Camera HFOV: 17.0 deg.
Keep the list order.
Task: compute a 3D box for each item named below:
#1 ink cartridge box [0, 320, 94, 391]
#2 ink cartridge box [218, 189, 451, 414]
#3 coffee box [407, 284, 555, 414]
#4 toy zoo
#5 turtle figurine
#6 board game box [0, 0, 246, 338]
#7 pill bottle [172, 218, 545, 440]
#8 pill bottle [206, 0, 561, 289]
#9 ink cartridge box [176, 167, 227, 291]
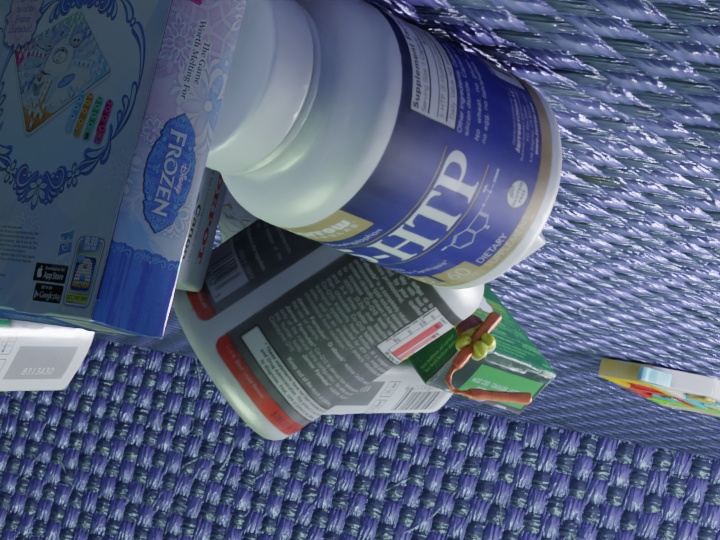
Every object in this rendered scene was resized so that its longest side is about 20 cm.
[{"bbox_3d":[-0.257,-0.009,1.262,0.200,0.050,0.161,40,-161,26],"label":"ink cartridge box"},{"bbox_3d":[-0.038,0.011,1.609,0.200,0.057,0.162,46,-158,27],"label":"ink cartridge box"},{"bbox_3d":[0.037,0.004,1.610,0.123,0.044,0.200,21,-153,-54],"label":"coffee box"},{"bbox_3d":[0.332,0.123,2.492,0.130,0.021,0.200,10,171,33],"label":"toy zoo"},{"bbox_3d":[0.029,-0.004,1.487,0.198,0.163,0.064,18,-169,2],"label":"turtle figurine"},{"bbox_3d":[-0.135,-0.075,1.107,0.043,0.201,0.199,17,173,-37],"label":"board game box"},{"bbox_3d":[0.000,0.000,1.396,0.116,0.199,0.116,56,-173,-10],"label":"pill bottle"},{"bbox_3d":[-0.003,-0.071,1.209,0.199,0.121,0.119,20,171,-42],"label":"pill bottle"},{"bbox_3d":[-0.159,-0.085,1.297,0.143,0.147,0.200,13,174,14],"label":"ink cartridge box"}]
